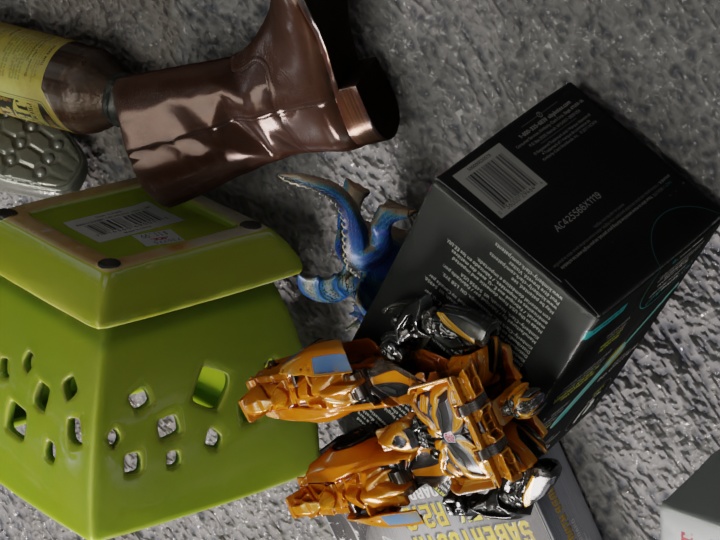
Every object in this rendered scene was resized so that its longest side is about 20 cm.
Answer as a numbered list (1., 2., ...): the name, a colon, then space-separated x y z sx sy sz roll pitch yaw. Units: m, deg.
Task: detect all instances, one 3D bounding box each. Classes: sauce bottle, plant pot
1. sauce bottle: -0.211 -0.132 1.730 0.199 0.065 0.065 16 124 33
2. plant pot: -0.157 0.047 1.680 0.199 0.199 0.183 26 122 45

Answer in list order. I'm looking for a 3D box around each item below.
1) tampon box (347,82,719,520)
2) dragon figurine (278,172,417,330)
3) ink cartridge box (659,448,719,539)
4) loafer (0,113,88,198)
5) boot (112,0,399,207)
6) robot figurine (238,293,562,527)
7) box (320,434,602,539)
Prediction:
1. tampon box: 0.096 0.019 1.483 0.126 0.150 0.200 41 135 13
2. dragon figurine: 0.000 0.000 1.568 0.059 0.200 0.100 25 91 26
3. ink cartridge box: 0.283 0.209 1.479 0.199 0.083 0.147 16 125 34
4. loafer: -0.281 -0.098 1.823 0.199 0.070 0.070 26 162 24
5. boot: -0.094 -0.140 1.593 0.199 0.064 0.187 -12 109 32
6. robot figurine: 0.025 0.091 1.436 0.199 0.058 0.146 -12 108 46
7. box: 0.069 0.179 1.679 0.199 0.048 0.159 -14 104 46
